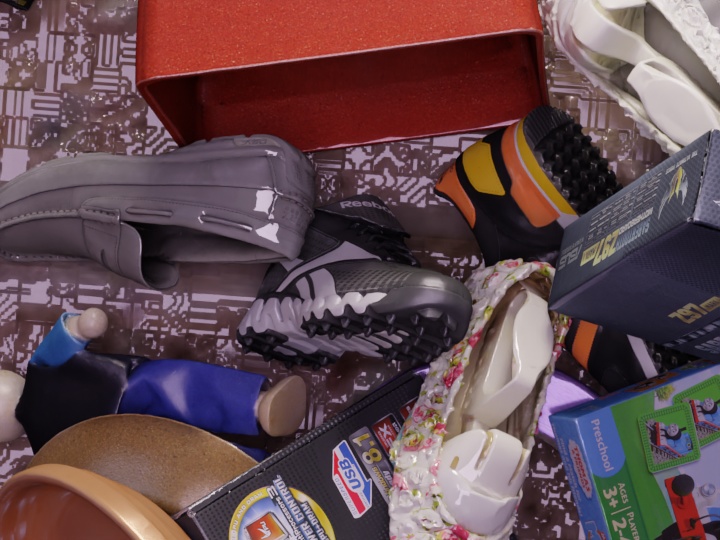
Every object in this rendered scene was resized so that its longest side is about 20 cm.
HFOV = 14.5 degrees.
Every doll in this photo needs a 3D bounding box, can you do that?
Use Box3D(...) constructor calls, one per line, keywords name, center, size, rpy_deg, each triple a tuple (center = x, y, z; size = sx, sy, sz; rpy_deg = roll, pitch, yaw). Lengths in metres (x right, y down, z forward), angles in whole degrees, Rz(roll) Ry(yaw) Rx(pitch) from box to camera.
Box3D(name="doll", center=(-0.126, 0.086, 1.505), size=(0.199, 0.048, 0.137), rpy_deg=(7, 108, 25))

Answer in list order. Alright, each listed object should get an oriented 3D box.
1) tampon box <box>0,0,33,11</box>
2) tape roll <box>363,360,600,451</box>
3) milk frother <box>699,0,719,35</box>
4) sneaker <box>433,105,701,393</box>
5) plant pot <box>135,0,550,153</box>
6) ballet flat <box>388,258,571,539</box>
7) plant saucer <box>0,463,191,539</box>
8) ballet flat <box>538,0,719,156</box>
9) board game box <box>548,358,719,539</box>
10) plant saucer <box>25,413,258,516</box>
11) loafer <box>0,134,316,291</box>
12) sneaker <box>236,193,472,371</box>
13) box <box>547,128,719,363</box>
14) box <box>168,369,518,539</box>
Box3D(name="tampon box", center=(-0.198, -0.263, 1.496), size=(0.150, 0.126, 0.200), rpy_deg=(32, 93, 4))
Box3D(name="tape roll", center=(0.065, 0.145, 1.513), size=(0.199, 0.066, 0.201), rpy_deg=(0, 91, 4))
Box3D(name="milk frother", center=(0.277, -0.143, 1.466), size=(0.200, 0.181, 0.188), rpy_deg=(34, 128, -22))
Box3D(name="sneaker", center=(0.115, 0.013, 1.517), size=(0.090, 0.070, 0.201), rpy_deg=(-25, 100, 34))
Box3D(name="plant pot", center=(-0.013, -0.170, 1.461), size=(0.199, 0.200, 0.177), rpy_deg=(-8, 79, 4))
Box3D(name="ballet flat", center=(0.061, 0.076, 1.420), size=(0.075, 0.064, 0.201), rpy_deg=(26, 59, -22))
Box3D(name="plant saucer", center=(-0.113, 0.183, 1.417), size=(0.037, 0.200, 0.201), rpy_deg=(-30, 88, -32))
Box3D(name="ballet flat", center=(0.146, -0.104, 1.393), size=(0.072, 0.072, 0.200), rpy_deg=(-45, 58, 3))
Box3D(name="board game box", center=(0.211, 0.115, 1.473), size=(0.199, 0.037, 0.152), rpy_deg=(-20, 96, -21))
Box3D(name="plant saucer", center=(-0.105, 0.172, 1.488), size=(0.199, 0.035, 0.201), rpy_deg=(12, 120, 21))
Box3D(name="loafer", center=(-0.117, -0.024, 1.497), size=(0.199, 0.070, 0.070), rpy_deg=(-9, 64, 28))
Box3D(name="sneaker", center=(0.000, 0.000, 1.465), size=(0.066, 0.200, 0.091), rpy_deg=(22, 76, -24))
Box3D(name="box", center=(0.196, 0.001, 1.354), size=(0.157, 0.200, 0.051), rpy_deg=(18, 73, -12))
Box3D(name="box", center=(0.013, 0.173, 1.420), size=(0.160, 0.044, 0.200), rpy_deg=(-29, 87, -35))
